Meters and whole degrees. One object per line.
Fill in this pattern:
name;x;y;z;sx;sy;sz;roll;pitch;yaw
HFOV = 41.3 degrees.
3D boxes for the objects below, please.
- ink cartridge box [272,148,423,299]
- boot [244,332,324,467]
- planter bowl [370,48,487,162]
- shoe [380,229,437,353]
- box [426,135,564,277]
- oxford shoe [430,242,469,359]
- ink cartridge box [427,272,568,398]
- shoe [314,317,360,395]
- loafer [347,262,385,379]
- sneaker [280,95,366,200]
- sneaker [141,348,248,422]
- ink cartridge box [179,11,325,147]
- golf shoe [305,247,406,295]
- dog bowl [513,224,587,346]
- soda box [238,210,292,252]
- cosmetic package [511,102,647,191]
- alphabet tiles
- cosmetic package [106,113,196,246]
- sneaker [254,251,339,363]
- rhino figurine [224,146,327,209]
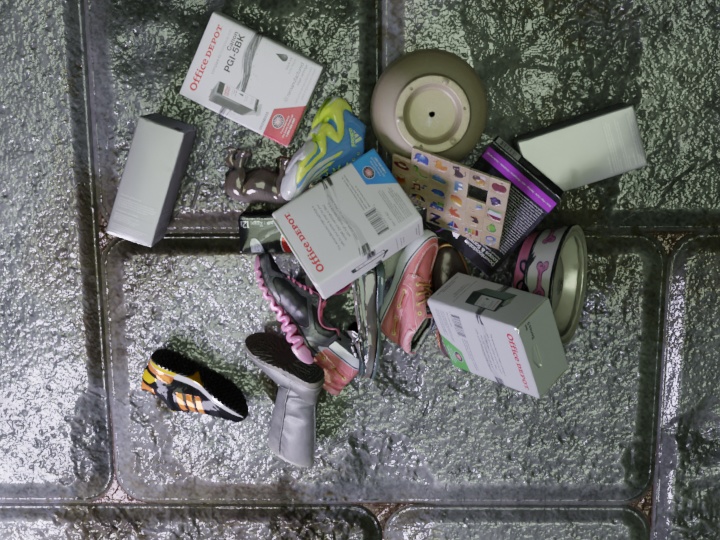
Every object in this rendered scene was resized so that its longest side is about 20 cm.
ink cartridge box;-0.019;-0.073;1.526;0.199;0.084;0.147;-32;73;-4
boot;-0.139;0.227;1.674;0.181;0.072;0.202;34;136;27
planter bowl;0.114;-0.255;1.542;0.197;0.135;0.203;0;102;1
shoe;0.099;0.038;1.604;0.091;0.071;0.202;39;116;31
box;0.218;-0.102;1.574;0.143;0.036;0.200;40;125;1
oxford shoe;0.160;0.055;1.637;0.070;0.073;0.203;-7;102;3
ink cartridge box;0.220;0.101;1.524;0.084;0.199;0.147;-39;123;-26
shoe;-0.089;0.127;1.659;0.200;0.072;0.091;39;108;-1
loafer;0.002;0.082;1.589;0.062;0.072;0.203;1;104;-13
sneaker;-0.049;-0.184;1.564;0.104;0.076;0.202;32;73;-17
sneaker;-0.295;0.222;1.693;0.199;0.070;0.090;31;116;-5
ink cartridge box;-0.176;-0.312;1.562;0.198;0.083;0.148;25;102;-4
golf shoe;0.000;0.000;1.621;0.198;0.092;0.076;-23;99;5
dog bowl;0.312;0.022;1.574;0.073;0.200;0.203;7;104;28
soda box;-0.104;-0.067;1.618;0.197;0.071;0.064;-1;101;2
cosmetic package;0.359;-0.196;1.575;0.198;0.090;0.108;-15;102;7
alphabet tiles;0.140;-0.120;1.536;0.198;0.168;0.008;23;59;15
cosmetic package;-0.344;-0.152;1.581;0.089;0.107;0.202;16;100;-2
sneaker;-0.102;0.049;1.578;0.095;0.079;0.201;-31;84;6
rhino figurine;-0.136;-0.147;1.609;0.197;0.060;0.089;11;98;-2
